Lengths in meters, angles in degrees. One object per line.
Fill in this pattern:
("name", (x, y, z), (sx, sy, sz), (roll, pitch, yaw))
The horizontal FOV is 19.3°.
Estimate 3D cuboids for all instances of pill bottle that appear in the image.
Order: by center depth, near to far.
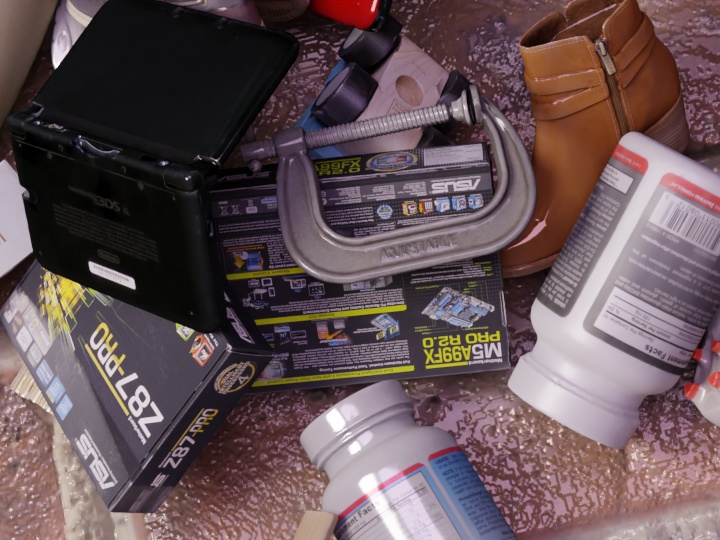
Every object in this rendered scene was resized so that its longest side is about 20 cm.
("pill bottle", (0.042, 0.181, 1.469), (0.109, 0.109, 0.200), (-31, 75, -2))
("pill bottle", (0.189, 0.014, 1.476), (0.116, 0.116, 0.200), (30, 98, 12))

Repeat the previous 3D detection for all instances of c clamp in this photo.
("c clamp", (0.015, -0.076, 1.423), (0.200, 0.027, 0.171), (-6, 69, 4))

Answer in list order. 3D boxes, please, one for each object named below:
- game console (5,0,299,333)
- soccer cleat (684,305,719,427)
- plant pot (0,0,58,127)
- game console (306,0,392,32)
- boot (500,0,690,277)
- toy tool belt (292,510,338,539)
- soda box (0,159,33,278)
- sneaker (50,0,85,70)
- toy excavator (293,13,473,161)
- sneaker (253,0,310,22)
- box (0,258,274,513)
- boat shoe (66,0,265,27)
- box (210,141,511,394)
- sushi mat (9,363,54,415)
("game console", (-0.134, -0.075, 1.432), (0.116, 0.176, 0.200), (-28, 32, -37))
("soccer cleat", (0.284, 0.023, 1.513), (0.078, 0.069, 0.200), (24, 67, -23))
("plant pot", (-0.323, -0.162, 1.571), (0.187, 0.187, 0.200), (13, 92, 9))
("game console", (0.029, -0.264, 1.563), (0.119, 0.200, 0.172), (9, 101, -29))
("boot", (0.139, -0.101, 1.503), (0.200, 0.155, 0.074), (-41, 44, -12))
("toy tool belt", (-0.080, 0.252, 1.463), (0.200, 0.125, 0.123), (-30, 57, 33))
("soda box", (-0.315, 0.008, 1.517), (0.200, 0.064, 0.068), (-42, 97, -31))
("sneaker", (-0.186, -0.113, 1.584), (0.099, 0.078, 0.200), (2, 77, 3))
("toy excavator", (-0.027, -0.065, 1.545), (0.100, 0.200, 0.194), (37, 47, -14))
("sneaker", (-0.100, -0.254, 1.584), (0.200, 0.070, 0.109), (16, 72, 39))
("box", (-0.160, 0.044, 1.481), (0.161, 0.049, 0.200), (-53, 53, 26))
("boat shoe", (-0.141, -0.198, 1.517), (0.072, 0.065, 0.200), (-25, 32, -34))
("box", (0.000, 0.000, 1.486), (0.200, 0.044, 0.160), (-6, 114, 4))
("sushi mat", (-0.176, 0.022, 1.563), (0.096, 0.012, 0.200), (25, 81, 32))
